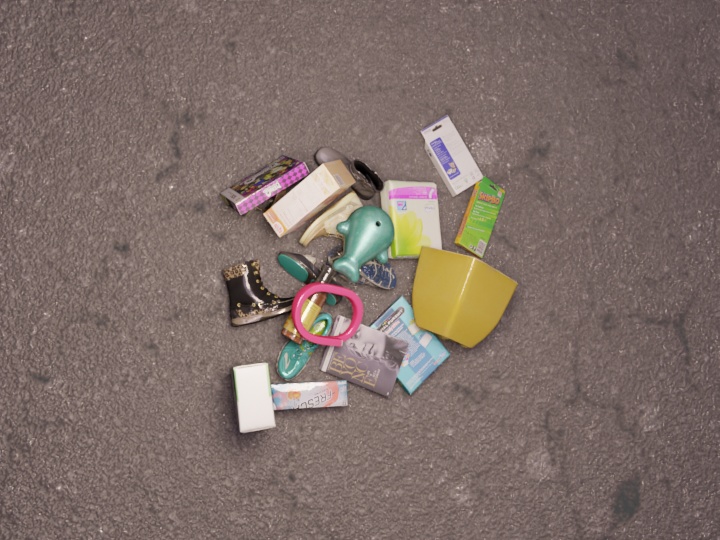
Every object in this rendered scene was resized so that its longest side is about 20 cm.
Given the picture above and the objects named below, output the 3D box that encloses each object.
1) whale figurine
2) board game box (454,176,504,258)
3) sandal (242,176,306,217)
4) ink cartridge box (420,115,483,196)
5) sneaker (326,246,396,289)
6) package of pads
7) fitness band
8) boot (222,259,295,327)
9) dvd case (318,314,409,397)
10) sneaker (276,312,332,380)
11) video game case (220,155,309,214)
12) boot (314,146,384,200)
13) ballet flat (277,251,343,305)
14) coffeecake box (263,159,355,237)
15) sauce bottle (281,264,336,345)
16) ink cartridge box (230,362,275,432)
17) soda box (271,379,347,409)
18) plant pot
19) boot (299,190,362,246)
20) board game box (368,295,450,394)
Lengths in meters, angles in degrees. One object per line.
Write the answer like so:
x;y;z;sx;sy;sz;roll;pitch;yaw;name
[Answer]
0.010;-0.071;1.673;0.158;0.104;0.202;37;65;-9;whale figurine
0.329;-0.147;1.843;0.095;0.030;0.203;28;80;-30;board game box
-0.216;-0.190;1.731;0.199;0.080;0.058;-32;104;-14;sandal
0.248;-0.315;1.857;0.098;0.039;0.203;-29;91;-13;ink cartridge box
0.000;0.000;1.750;0.197;0.085;0.078;24;61;-14;sneaker
0.136;-0.133;1.782;0.151;0.068;0.205;-1;84;-28;package of pads
-0.079;0.107;1.636;0.197;0.037;0.147;13;93;-35;fitness band
-0.246;0.047;1.699;0.196;0.073;0.154;-16;86;-7;boot
0.008;0.218;1.719;0.196;0.016;0.152;21;97;2;dvd case
-0.141;0.185;1.697;0.077;0.080;0.201;37;78;-5;sneaker
-0.241;-0.216;1.676;0.198;0.181;0.036;-33;115;-12;video game case
-0.025;-0.268;1.748;0.198;0.132;0.071;33;79;-6;boot
-0.122;0.008;1.734;0.199;0.073;0.073;39;78;2;ballet flat
-0.124;-0.180;1.665;0.199;0.153;0.074;-37;92;19;coffeecake box
-0.124;0.082;1.663;0.065;0.066;0.203;30;80;-6;sauce bottle
-0.258;0.296;1.599;0.086;0.200;0.149;-7;83;-15;ink cartridge box
-0.131;0.310;1.688;0.195;0.068;0.065;-2;83;-13;soda box
0.243;0.077;1.706;0.194;0.193;0.204;26;84;-39;plant pot
-0.047;-0.089;1.754;0.199;0.072;0.156;-40;94;-16;boot
0.115;0.194;1.764;0.151;0.047;0.201;-41;92;-12;board game box
